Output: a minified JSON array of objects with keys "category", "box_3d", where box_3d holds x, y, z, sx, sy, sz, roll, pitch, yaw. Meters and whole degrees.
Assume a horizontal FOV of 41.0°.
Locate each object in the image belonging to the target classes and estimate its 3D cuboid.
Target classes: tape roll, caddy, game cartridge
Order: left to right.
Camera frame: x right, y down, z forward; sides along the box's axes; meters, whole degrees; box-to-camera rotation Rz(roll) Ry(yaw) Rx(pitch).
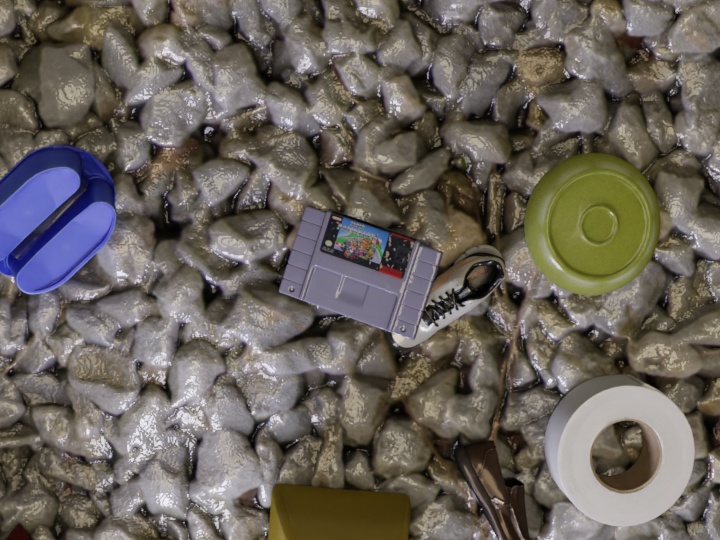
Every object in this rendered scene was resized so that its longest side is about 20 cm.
[{"category":"caddy","box_3d":[-0.408,-0.068,1.250,0.200,0.105,0.142,-42,120,0]},{"category":"game cartridge","box_3d":[0.000,0.000,1.300,0.198,0.038,0.131,19,98,10]},{"category":"tape roll","box_3d":[0.365,0.252,1.364,0.200,0.071,0.205,0,96,-4]}]

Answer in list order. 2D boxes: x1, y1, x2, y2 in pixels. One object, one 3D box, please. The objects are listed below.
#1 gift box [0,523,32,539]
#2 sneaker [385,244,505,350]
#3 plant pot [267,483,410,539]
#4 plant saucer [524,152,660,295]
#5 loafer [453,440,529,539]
[{"category":"gift box","box_3d":[-0.497,0.468,1.250,0.186,0.200,0.185,-37,93,1]},{"category":"sneaker","box_3d":[0.115,0.037,1.318,0.200,0.080,0.074,-40,100,2]},{"category":"plant pot","box_3d":[-0.028,0.419,1.293,0.198,0.176,0.202,6,95,-6]},{"category":"plant saucer","box_3d":[0.330,-0.064,1.350,0.198,0.031,0.202,0,96,-4]},{"category":"loafer","box_3d":[0.205,0.327,1.355,0.071,0.073,0.201,-29,97,-1]}]
